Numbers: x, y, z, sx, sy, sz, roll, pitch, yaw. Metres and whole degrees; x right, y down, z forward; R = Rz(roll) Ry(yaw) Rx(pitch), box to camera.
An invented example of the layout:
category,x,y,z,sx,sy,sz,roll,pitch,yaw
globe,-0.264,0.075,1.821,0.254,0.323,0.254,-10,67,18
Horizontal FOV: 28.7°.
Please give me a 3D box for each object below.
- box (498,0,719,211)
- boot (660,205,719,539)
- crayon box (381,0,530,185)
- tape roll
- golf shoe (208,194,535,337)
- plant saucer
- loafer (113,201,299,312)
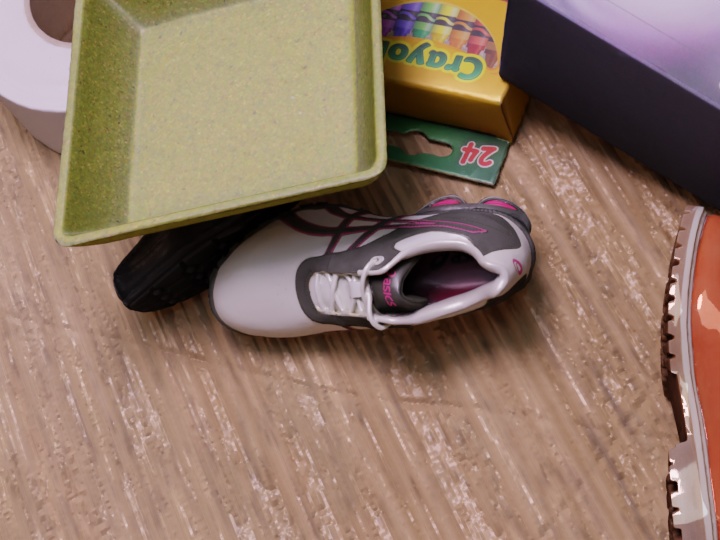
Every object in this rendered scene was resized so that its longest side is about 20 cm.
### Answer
category,x,y,z,sx,sy,sz,roll,pitch,yaw
box,0.214,-0.158,0.787,0.199,0.123,0.199,33,78,11
boot,0.211,0.060,0.740,0.107,0.075,0.201,-4,72,11
crayon box,0.059,-0.162,0.899,0.126,0.051,0.201,14,70,21
tape roll,-0.166,-0.178,0.962,0.201,0.071,0.204,-7,63,13
golf shoe,0.000,0.000,0.806,0.199,0.088,0.078,-11,102,13
plant saucer,-0.074,-0.107,0.822,0.199,0.048,0.201,-11,59,16
loafer,-0.078,-0.054,0.868,0.200,0.068,0.070,-42,71,3
